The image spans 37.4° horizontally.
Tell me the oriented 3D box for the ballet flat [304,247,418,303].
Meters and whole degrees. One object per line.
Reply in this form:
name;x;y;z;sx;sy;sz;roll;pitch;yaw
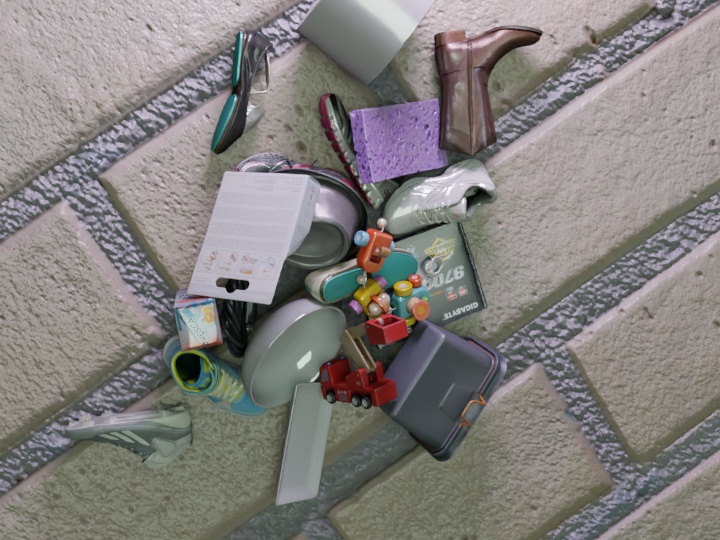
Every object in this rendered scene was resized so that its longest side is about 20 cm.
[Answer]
ballet flat;0.000;0.000;1.682;0.198;0.062;0.068;-13;114;-33

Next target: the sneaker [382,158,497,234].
sneaker;0.130;-0.108;1.716;0.198;0.100;0.078;-28;130;-5

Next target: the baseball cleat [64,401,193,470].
baseball cleat;-0.366;0.272;1.696;0.197;0.070;0.108;-7;97;-8

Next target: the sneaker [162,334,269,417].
sneaker;-0.225;0.182;1.679;0.199;0.131;0.080;32;90;-13

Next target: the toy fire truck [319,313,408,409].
toy fire truck;0.001;0.141;1.668;0.048;0.199;0.143;-19;102;-38

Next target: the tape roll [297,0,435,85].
tape roll;0.016;-0.404;1.619;0.139;0.203;0.204;36;90;-11

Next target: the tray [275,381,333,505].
tray;-0.094;0.279;1.748;0.107;0.022;0.203;4;98;-52

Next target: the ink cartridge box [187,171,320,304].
ink cartridge box;-0.157;-0.047;1.577;0.161;0.057;0.203;6;76;31

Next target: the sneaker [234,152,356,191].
sneaker;-0.102;-0.143;1.692;0.197;0.075;0.082;4;96;-10

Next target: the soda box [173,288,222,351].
soda box;-0.248;0.069;1.626;0.063;0.200;0.069;-11;98;-8

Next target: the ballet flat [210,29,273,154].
ballet flat;-0.179;-0.274;1.670;0.068;0.068;0.203;13;94;-20

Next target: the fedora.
fedora;-0.088;-0.065;1.651;0.197;0.091;0.179;5;129;4

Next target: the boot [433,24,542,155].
boot;0.211;-0.288;1.724;0.184;0.064;0.203;-5;87;3

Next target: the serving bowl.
serving bowl;-0.115;0.119;1.684;0.066;0.200;0.200;40;88;28

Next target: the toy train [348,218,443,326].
toy train;0.060;0.014;1.656;0.199;0.055;0.152;20;97;-42

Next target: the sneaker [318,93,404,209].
sneaker;0.006;-0.203;1.707;0.087;0.074;0.201;-32;104;-6

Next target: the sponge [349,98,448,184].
sponge;0.063;-0.206;1.677;0.199;0.030;0.113;-18;102;-48

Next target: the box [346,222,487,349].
box;0.093;0.021;1.759;0.198;0.046;0.161;-20;99;-7

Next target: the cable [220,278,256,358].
cable;-0.192;0.029;1.650;0.050;0.163;0.203;6;100;2

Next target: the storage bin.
storage bin;0.121;0.187;1.714;0.134;0.145;0.201;31;92;-32
